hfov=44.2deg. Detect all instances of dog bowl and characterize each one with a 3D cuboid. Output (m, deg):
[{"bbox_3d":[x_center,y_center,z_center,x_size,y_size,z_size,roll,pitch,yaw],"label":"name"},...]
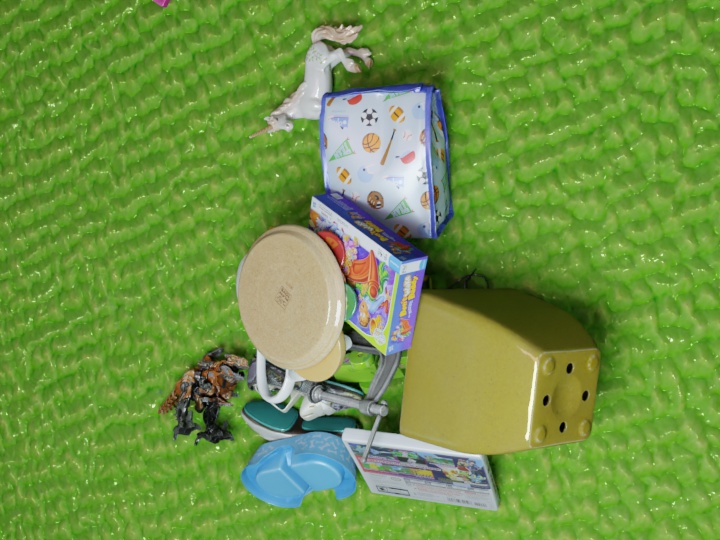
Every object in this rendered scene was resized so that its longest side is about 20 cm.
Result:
[{"bbox_3d":[-0.089,0.298,1.338,0.198,0.050,0.112,-20,124,33],"label":"dog bowl"}]

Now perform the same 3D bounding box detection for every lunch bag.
[{"bbox_3d":[0.037,-0.156,1.239,0.167,0.124,0.203,-1,113,19],"label":"lunch bag"}]

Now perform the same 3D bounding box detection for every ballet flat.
[{"bbox_3d":[-0.095,0.252,1.367,0.197,0.069,0.071,7,97,19],"label":"ballet flat"},{"bbox_3d":[-0.089,0.189,1.349,0.198,0.072,0.073,16,100,23],"label":"ballet flat"}]

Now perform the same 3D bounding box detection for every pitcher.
[{"bbox_3d":[-0.121,0.076,1.309,0.172,0.121,0.201,-45,58,19],"label":"pitcher"}]

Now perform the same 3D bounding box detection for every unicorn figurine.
[{"bbox_3d":[-0.062,-0.265,1.311,0.135,0.074,0.203,15,83,19],"label":"unicorn figurine"}]

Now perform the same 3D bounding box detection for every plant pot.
[{"bbox_3d":[0.191,0.137,1.135,0.199,0.193,0.198,15,101,54],"label":"plant pot"}]

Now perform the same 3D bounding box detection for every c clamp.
[{"bbox_3d":[-0.015,0.159,1.238,0.199,0.027,0.173,11,69,56],"label":"c clamp"}]

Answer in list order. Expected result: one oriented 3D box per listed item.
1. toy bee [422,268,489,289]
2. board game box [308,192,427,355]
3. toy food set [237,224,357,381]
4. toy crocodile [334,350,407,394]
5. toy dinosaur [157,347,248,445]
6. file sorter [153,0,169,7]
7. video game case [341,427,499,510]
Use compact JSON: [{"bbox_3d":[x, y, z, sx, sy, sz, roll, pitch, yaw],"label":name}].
[{"bbox_3d":[0.063,0.028,1.259,0.199,0.108,0.132,-37,63,15],"label":"toy bee"},{"bbox_3d":[0.000,0.000,1.172,0.199,0.044,0.136,37,129,43],"label":"board game box"},{"bbox_3d":[-0.088,0.035,1.192,0.198,0.048,0.201,25,108,34],"label":"toy food set"},{"bbox_3d":[0.044,0.134,1.305,0.197,0.062,0.068,-10,126,26],"label":"toy crocodile"},{"bbox_3d":[-0.248,0.200,1.408,0.200,0.101,0.138,-43,44,51],"label":"toy dinosaur"},{"bbox_3d":[-0.336,-0.537,1.353,0.138,0.125,0.202,35,105,14],"label":"file sorter"},{"bbox_3d":[0.089,0.281,1.252,0.197,0.183,0.023,4,55,20],"label":"video game case"}]
